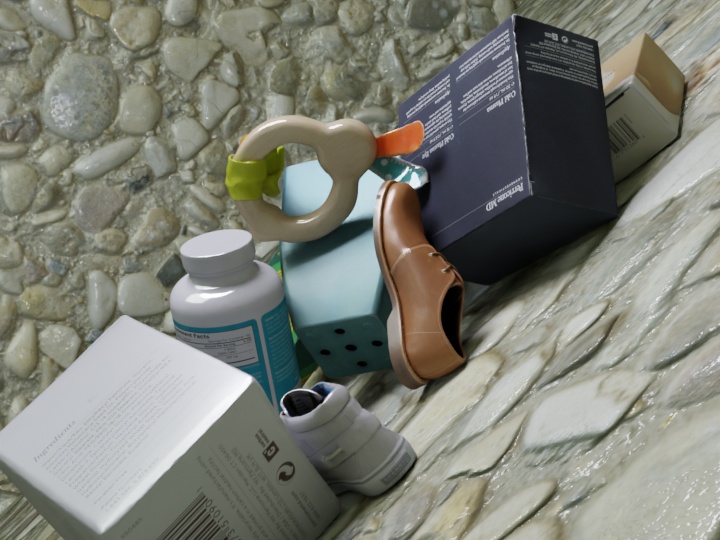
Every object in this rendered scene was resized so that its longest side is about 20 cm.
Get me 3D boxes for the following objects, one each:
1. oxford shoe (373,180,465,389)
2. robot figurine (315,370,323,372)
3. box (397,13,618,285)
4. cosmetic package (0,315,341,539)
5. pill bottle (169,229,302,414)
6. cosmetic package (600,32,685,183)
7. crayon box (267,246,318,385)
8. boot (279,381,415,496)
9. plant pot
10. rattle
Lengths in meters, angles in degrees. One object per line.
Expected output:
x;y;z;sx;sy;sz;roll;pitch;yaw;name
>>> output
0.060;0.004;1.192;0.071;0.201;0.071;-23;-25;29;oxford shoe
-0.046;0.021;1.555;0.145;0.058;0.201;-147;68;-64;robot figurine
0.133;-0.106;1.244;0.200;0.104;0.183;-32;54;53;box
-0.159;0.167;1.061;0.165;0.165;0.200;-45;39;-21;cosmetic package
-0.120;0.066;1.263;0.110;0.201;0.111;-8;21;3;pill bottle
0.265;-0.163;1.332;0.105;0.071;0.200;-39;9;26;cosmetic package
-0.105;0.090;1.490;0.200;0.051;0.126;-55;39;21;crayon box
-0.029;0.135;1.098;0.074;0.096;0.200;-46;9;-23;boot
0.000;0.000;1.343;0.141;0.141;0.201;-11;49;21;plant pot
-0.028;-0.109;1.308;0.199;0.131;0.143;-24;0;8;rattle
